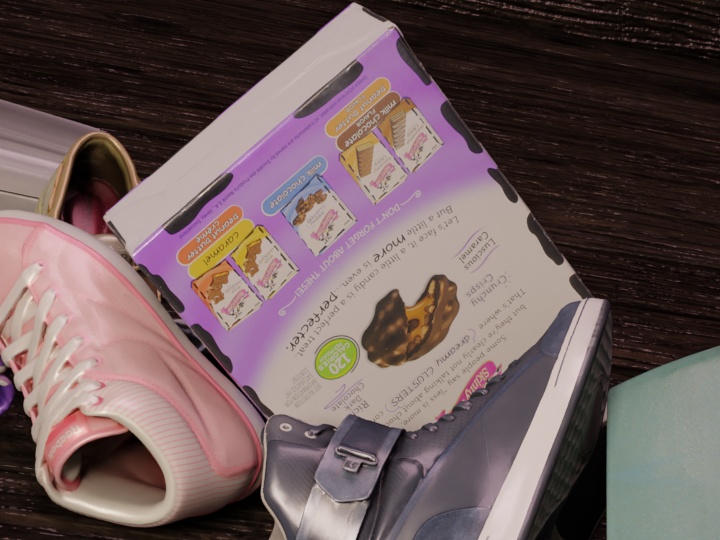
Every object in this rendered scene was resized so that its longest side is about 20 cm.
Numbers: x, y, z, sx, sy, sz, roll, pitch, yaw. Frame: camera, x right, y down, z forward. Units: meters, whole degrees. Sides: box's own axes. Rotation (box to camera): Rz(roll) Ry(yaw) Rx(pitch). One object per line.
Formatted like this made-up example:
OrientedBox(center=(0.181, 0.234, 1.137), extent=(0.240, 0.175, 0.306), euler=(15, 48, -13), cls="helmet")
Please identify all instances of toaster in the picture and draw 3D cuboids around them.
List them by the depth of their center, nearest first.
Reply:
OrientedBox(center=(-0.215, -0.041, 1.430), extent=(0.128, 0.115, 0.200), euler=(14, 13, -10), cls="toaster")

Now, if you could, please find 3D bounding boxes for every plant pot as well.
OrientedBox(center=(0.223, 0.103, 1.112), extent=(0.198, 0.143, 0.141), euler=(-4, -17, 20), cls="plant pot")

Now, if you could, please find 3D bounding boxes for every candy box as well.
OrientedBox(center=(0.000, 0.000, 1.165), extent=(0.200, 0.167, 0.072), euler=(52, -4, -24), cls="candy box")

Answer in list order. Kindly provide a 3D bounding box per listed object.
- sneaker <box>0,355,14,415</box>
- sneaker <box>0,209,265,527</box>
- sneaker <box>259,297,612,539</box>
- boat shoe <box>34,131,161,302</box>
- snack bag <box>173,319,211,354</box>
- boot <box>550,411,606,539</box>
OrientedBox(center=(-0.216, 0.041, 1.236), extent=(0.114, 0.073, 0.200), euler=(36, 17, 16), cls="sneaker")
OrientedBox(center=(-0.140, 0.049, 1.141), extent=(0.200, 0.076, 0.105), euler=(41, 26, 12), cls="sneaker")
OrientedBox(center=(0.033, 0.077, 1.113), extent=(0.145, 0.077, 0.203), euler=(14, 50, 20), cls="sneaker")
OrientedBox(center=(-0.144, 0.005, 1.263), extent=(0.073, 0.067, 0.201), euler=(4, 44, -21), cls="boat shoe")
OrientedBox(center=(-0.022, 0.038, 1.352), extent=(0.187, 0.022, 0.199), euler=(1, 0, -37), cls="snack bag")
OrientedBox(center=(0.064, 0.092, 1.249), extent=(0.143, 0.073, 0.200), euler=(14, 8, 13), cls="boot")
